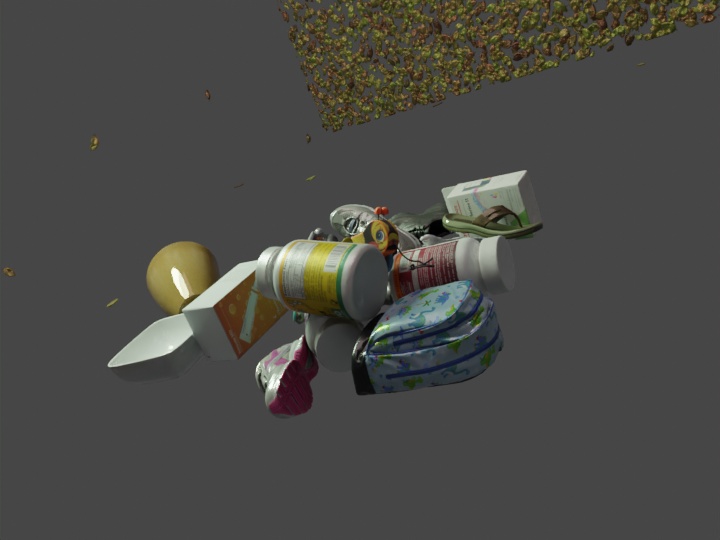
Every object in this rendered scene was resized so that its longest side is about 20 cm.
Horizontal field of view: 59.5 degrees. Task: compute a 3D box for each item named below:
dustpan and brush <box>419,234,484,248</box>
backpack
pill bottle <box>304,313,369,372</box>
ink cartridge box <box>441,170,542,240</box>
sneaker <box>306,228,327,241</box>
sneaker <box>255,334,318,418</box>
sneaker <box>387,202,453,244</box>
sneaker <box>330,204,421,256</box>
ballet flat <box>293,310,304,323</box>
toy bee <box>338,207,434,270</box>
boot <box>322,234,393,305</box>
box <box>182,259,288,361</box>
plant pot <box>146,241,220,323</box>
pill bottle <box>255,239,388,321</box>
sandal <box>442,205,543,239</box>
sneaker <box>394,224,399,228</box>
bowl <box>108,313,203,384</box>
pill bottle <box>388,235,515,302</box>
[{"bbox_3d":[0.159,-0.044,1.170,0.137,0.059,0.199,-10,3,30],"label":"dustpan and brush"},{"bbox_3d":[0.100,0.095,0.884,0.196,0.158,0.163,3,22,27],"label":"backpack"},{"bbox_3d":[-0.041,0.089,1.070,0.110,0.114,0.200,-22,19,0],"label":"pill bottle"},{"bbox_3d":[0.252,-0.119,1.270,0.197,0.119,0.067,-7,26,39],"label":"ink cartridge box"},{"bbox_3d":[-0.071,-0.034,1.401,0.079,0.110,0.200,-61,1,21],"label":"sneaker"},{"bbox_3d":[-0.125,0.178,1.000,0.086,0.083,0.200,-21,11,10],"label":"sneaker"},{"bbox_3d":[0.128,-0.091,1.419,0.196,0.077,0.091,-21,26,14],"label":"sneaker"},{"bbox_3d":[0.021,-0.075,1.213,0.197,0.076,0.082,23,16,23],"label":"sneaker"},{"bbox_3d":[-0.108,0.052,1.304,0.073,0.076,0.201,-22,22,1],"label":"ballet flat"},{"bbox_3d":[0.026,-0.046,1.052,0.195,0.112,0.131,-9,-2,14],"label":"toy bee"},{"bbox_3d":[0.000,0.000,1.242,0.129,0.070,0.204,-20,60,8],"label":"boot"},{"bbox_3d":[-0.254,0.080,1.320,0.096,0.127,0.200,-8,24,34],"label":"box"},{"bbox_3d":[-0.413,0.054,1.527,0.183,0.190,0.200,-27,32,-13],"label":"plant pot"},{"bbox_3d":[-0.064,0.011,0.973,0.196,0.115,0.113,5,31,33],"label":"pill bottle"},{"bbox_3d":[0.245,-0.097,1.193,0.197,0.059,0.079,12,17,31],"label":"sandal"},{"bbox_3d":[0.023,-0.005,1.328,0.200,0.076,0.105,-44,-20,5],"label":"sneaker"},{"bbox_3d":[-0.407,0.169,1.343,0.196,0.076,0.200,-15,21,25],"label":"bowl"},{"bbox_3d":[0.154,0.007,1.067,0.196,0.112,0.110,-11,22,31],"label":"pill bottle"}]
